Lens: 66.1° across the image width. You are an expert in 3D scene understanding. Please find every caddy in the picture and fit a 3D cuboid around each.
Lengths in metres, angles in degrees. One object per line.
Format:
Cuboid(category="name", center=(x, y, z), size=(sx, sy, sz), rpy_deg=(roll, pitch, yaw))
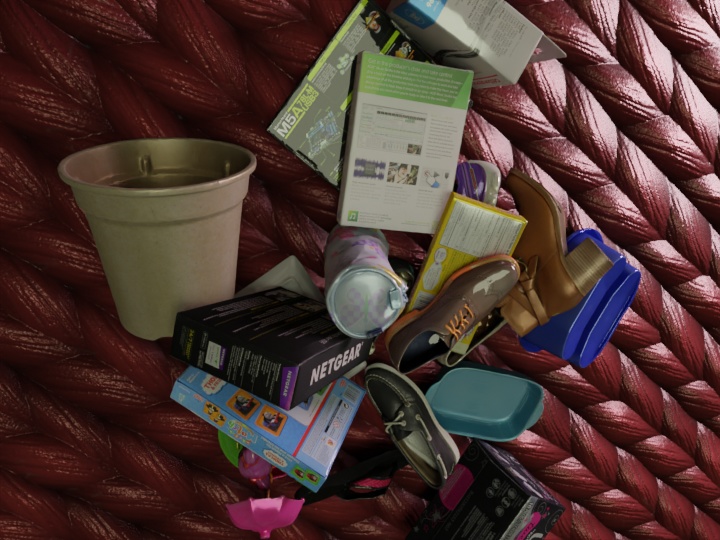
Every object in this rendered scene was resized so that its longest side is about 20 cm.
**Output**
Cuboid(category="caddy", center=(0.307, 0.040, 0.802), size=(0.140, 0.105, 0.203), rpy_deg=(24, 98, -43))

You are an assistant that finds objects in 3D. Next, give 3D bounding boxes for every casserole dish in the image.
Cuboid(category="casserole dish", center=(0.182, 0.193, 0.836), size=(0.196, 0.039, 0.123), rpy_deg=(14, 115, -16))

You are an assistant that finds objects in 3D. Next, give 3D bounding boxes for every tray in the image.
Cuboid(category="tray", center=(-0.080, 0.090, 0.764), size=(0.106, 0.022, 0.202), rpy_deg=(-33, 109, -2))

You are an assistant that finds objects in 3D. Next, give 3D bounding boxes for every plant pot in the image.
Cuboid(category="plant pot", center=(-0.213, -0.034, 0.624), size=(0.196, 0.201, 0.187), rpy_deg=(-4, 117, -13))

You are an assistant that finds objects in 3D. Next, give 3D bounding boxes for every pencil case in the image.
Cuboid(category="pencil case", center=(0.000, 0.000, 0.666), size=(0.089, 0.201, 0.084), rpy_deg=(-23, 111, 3))

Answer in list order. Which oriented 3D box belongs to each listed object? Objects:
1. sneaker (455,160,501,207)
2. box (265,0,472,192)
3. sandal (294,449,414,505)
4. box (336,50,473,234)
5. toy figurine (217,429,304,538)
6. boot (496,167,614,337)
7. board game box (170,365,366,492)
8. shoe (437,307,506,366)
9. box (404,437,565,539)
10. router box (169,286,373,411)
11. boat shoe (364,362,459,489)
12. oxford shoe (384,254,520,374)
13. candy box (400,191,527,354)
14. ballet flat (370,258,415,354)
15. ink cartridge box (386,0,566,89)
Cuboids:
Cuboid(category="sneaker", center=(0.137, -0.050, 0.764), size=(0.082, 0.081, 0.204), rpy_deg=(10, 104, 10))
Cuboid(category="box", center=(0.013, -0.195, 0.699), size=(0.192, 0.048, 0.201), rpy_deg=(36, 95, -17))
Cuboid(category="sandal", center=(0.000, 0.309, 0.796), size=(0.197, 0.045, 0.076), rpy_deg=(-9, 141, -32))
Cuboid(category="box", center=(0.052, -0.150, 0.680), size=(0.141, 0.036, 0.204), rpy_deg=(5, 106, -16))
Cuboid(category="toy figurine", center=(-0.120, 0.230, 0.697), size=(0.147, 0.184, 0.204), rpy_deg=(-11, 108, -4))
Cuboid(category="boot", center=(0.217, -0.027, 0.750), size=(0.155, 0.202, 0.073), rpy_deg=(-43, 149, 21))
Cuboid(category="board game box", center=(-0.104, 0.150, 0.675), size=(0.198, 0.152, 0.037), rpy_deg=(33, 124, 1))
Cuboid(category="shoe", center=(0.185, 0.068, 0.805), size=(0.199, 0.053, 0.070), rpy_deg=(-40, 110, -1))
Cuboid(category="box", center=(0.187, 0.386, 0.837), size=(0.114, 0.132, 0.202), rpy_deg=(29, 97, -38))
Cuboid(category="router box", center=(-0.086, 0.075, 0.615), size=(0.147, 0.199, 0.052), rpy_deg=(19, 103, 21))
Cuboid(category="boat shoe", center=(0.067, 0.224, 0.793), size=(0.073, 0.060, 0.202), rpy_deg=(-25, 105, 39))
Cuboid(category="oxford shoe", center=(0.119, 0.061, 0.683), size=(0.199, 0.073, 0.071), rpy_deg=(-41, 110, 13))
Cuboid(category="candy box", center=(0.126, 0.009, 0.716), size=(0.100, 0.027, 0.203), rpy_deg=(16, 113, -11))
Cuboid(category="ballet flat", center=(0.005, 0.068, 0.739), size=(0.068, 0.068, 0.202), rpy_deg=(36, 85, -22))
Cuboid(category="ink cartridge box", center=(0.134, -0.282, 0.667), size=(0.198, 0.116, 0.069), rpy_deg=(29, 98, -18))
